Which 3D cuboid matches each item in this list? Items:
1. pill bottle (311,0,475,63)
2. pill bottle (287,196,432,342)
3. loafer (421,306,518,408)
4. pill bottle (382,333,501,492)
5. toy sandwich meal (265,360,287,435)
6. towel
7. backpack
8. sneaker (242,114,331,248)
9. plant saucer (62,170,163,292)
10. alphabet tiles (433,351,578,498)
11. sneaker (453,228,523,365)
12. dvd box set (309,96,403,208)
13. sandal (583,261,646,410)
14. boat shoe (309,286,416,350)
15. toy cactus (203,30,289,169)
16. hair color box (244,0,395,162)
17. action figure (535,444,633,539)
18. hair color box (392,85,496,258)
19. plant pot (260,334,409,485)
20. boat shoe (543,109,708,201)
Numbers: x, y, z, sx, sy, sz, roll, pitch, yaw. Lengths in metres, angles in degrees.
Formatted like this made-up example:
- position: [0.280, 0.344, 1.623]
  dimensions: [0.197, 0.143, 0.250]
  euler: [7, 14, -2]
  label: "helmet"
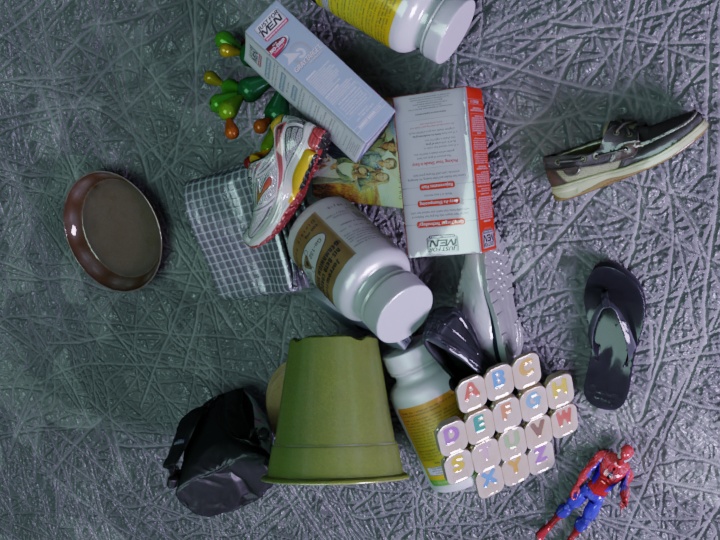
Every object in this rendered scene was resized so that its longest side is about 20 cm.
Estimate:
- position: [0.034, -0.338, 1.152]
  dimensions: [0.199, 0.112, 0.113]
  euler: [34, 120, 13]
  label: "pill bottle"
- position: [0.000, 0.000, 1.240]
  dimensions: [0.200, 0.114, 0.115]
  euler: [45, 126, 37]
  label: "pill bottle"
- position: [0.142, 0.137, 1.232]
  dimensions: [0.068, 0.071, 0.201]
  euler: [-11, 123, 48]
  label: "loafer"
- position: [0.108, 0.192, 1.305]
  dimensions: [0.111, 0.111, 0.201]
  euler: [-21, 98, 31]
  label: "pill bottle"
- position: [-0.049, 0.212, 1.424]
  dimensions: [0.204, 0.070, 0.207]
  euler: [10, 110, 27]
  label: "toy sandwich meal"
- position: [-0.157, -0.053, 1.371]
  dimensions: [0.165, 0.086, 0.201]
  euler: [-11, 103, 31]
  label: "towel"
- position: [-0.203, 0.275, 1.444]
  dimensions: [0.166, 0.200, 0.127]
  euler: [-20, 115, 1]
  label: "backpack"
- position: [-0.111, -0.117, 1.239]
  dimensions: [0.082, 0.078, 0.201]
  euler: [31, 119, 4]
  label: "sneaker"
- position: [-0.390, -0.065, 1.518]
  dimensions: [0.199, 0.034, 0.202]
  euler: [10, 113, 24]
  label: "plant saucer"
- position: [0.193, 0.206, 1.236]
  dimensions: [0.199, 0.015, 0.197]
  euler: [-20, 119, -12]
  label: "alphabet tiles"
- position: [0.157, 0.034, 1.251]
  dimensions: [0.080, 0.076, 0.202]
  euler: [1, 107, 37]
  label: "sneaker"
- position: [0.025, -0.159, 1.270]
  dimensions: [0.199, 0.029, 0.147]
  euler: [10, 112, 25]
  label: "dvd box set"
- position: [0.320, 0.088, 1.198]
  dimensions: [0.076, 0.043, 0.202]
  euler: [5, 110, 26]
  label: "sandal"
- position: [0.008, 0.047, 1.324]
  dimensions: [0.199, 0.068, 0.074]
  euler: [19, 158, 51]
  label: "boat shoe"
- position: [-0.126, -0.247, 1.280]
  dimensions: [0.164, 0.102, 0.201]
  euler: [-25, 65, 11]
  label: "toy cactus"
- position: [-0.054, -0.234, 1.187]
  dimensions: [0.200, 0.099, 0.061]
  euler: [42, 78, 0]
  label: "hair color box"
- position: [0.302, 0.316, 1.262]
  dimensions: [0.065, 0.099, 0.201]
  euler: [34, 117, 11]
  label: "action figure"
- position: [0.104, -0.120, 1.173]
  dimensions: [0.101, 0.061, 0.202]
  euler: [-3, 95, 27]
  label: "hair color box"
- position: [-0.035, 0.185, 1.276]
  dimensions: [0.199, 0.200, 0.192]
  euler: [-5, 82, 28]
  label: "plant pot"
- position: [0.303, -0.144, 1.106]
  dimensions: [0.199, 0.073, 0.065]
  euler: [-25, 101, 32]
  label: "boat shoe"
